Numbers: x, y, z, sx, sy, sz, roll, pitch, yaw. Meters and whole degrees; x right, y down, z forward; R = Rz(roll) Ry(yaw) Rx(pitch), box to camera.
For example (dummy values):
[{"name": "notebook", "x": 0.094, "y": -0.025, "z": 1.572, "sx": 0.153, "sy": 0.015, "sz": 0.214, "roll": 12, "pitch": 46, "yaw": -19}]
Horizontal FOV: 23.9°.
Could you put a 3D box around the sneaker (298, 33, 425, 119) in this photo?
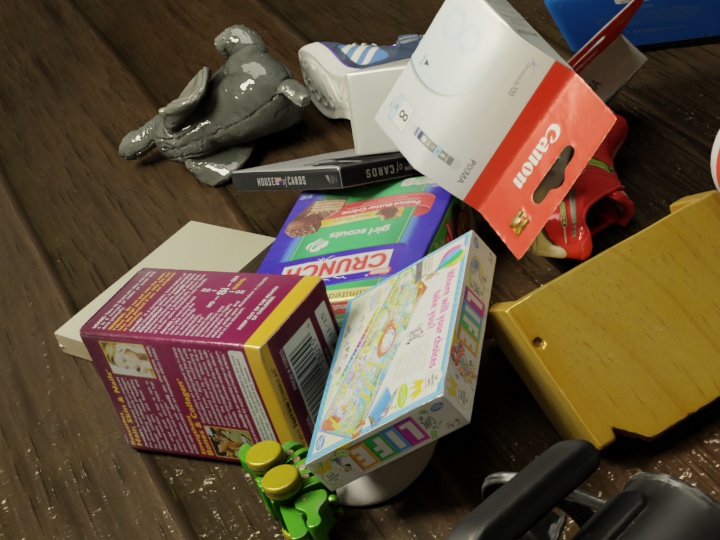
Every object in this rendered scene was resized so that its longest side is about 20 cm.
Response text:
[{"name": "sneaker", "x": 0.031, "y": -0.221, "z": 1.879, "sx": 0.146, "sy": 0.081, "sz": 0.200, "roll": -20, "pitch": 24, "yaw": -19}]

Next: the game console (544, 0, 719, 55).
[{"name": "game console", "x": 0.314, "y": -0.296, "z": 1.784, "sx": 0.200, "sy": 0.171, "sz": 0.119, "roll": -5, "pitch": 61, "yaw": 26}]

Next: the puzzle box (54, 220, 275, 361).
[{"name": "puzzle box", "x": -0.186, "y": 0.024, "z": 1.659, "sx": 0.133, "sy": 0.025, "sz": 0.200, "roll": 13, "pitch": 45, "yaw": 43}]

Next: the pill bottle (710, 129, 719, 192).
[{"name": "pill bottle", "x": 0.376, "y": -0.066, "z": 1.376, "sx": 0.112, "sy": 0.113, "sz": 0.200, "roll": -25, "pitch": 31, "yaw": -8}]

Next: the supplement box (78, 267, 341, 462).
[{"name": "supplement box", "x": -0.115, "y": 0.080, "z": 1.427, "sx": 0.200, "sy": 0.131, "sz": 0.103, "roll": 4, "pitch": 37, "yaw": 34}]

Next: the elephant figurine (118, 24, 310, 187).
[{"name": "elephant figurine", "x": -0.165, "y": -0.160, "z": 1.867, "sx": 0.200, "sy": 0.155, "sz": 0.142, "roll": -36, "pitch": 76, "yaw": -5}]

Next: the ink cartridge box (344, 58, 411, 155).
[{"name": "ink cartridge box", "x": 0.087, "y": -0.171, "z": 1.673, "sx": 0.144, "sy": 0.084, "sz": 0.200, "roll": -5, "pitch": 10, "yaw": 20}]

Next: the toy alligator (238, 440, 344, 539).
[{"name": "toy alligator", "x": -0.039, "y": 0.177, "z": 1.294, "sx": 0.054, "sy": 0.059, "sz": 0.200, "roll": -27, "pitch": 31, "yaw": -11}]

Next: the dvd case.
[{"name": "dvd case", "x": -0.013, "y": -0.100, "z": 1.660, "sx": 0.150, "sy": 0.025, "sz": 0.200, "roll": -13, "pitch": 8, "yaw": -33}]

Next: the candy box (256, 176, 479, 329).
[{"name": "candy box", "x": 0.000, "y": 0.000, "z": 1.533, "sx": 0.169, "sy": 0.077, "sz": 0.200, "roll": -6, "pitch": 34, "yaw": 24}]

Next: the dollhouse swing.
[{"name": "dollhouse swing", "x": 0.213, "y": 0.053, "z": 1.365, "sx": 0.200, "sy": 0.176, "sz": 0.182, "roll": -29, "pitch": 73, "yaw": -14}]

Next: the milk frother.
[{"name": "milk frother", "x": 0.121, "y": 0.220, "z": 1.086, "sx": 0.188, "sy": 0.181, "sz": 0.200, "roll": -38, "pitch": -8, "yaw": -28}]

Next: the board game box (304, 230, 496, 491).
[{"name": "board game box", "x": 0.034, "y": 0.067, "z": 1.316, "sx": 0.134, "sy": 0.034, "sz": 0.200, "roll": -30, "pitch": 26, "yaw": 30}]

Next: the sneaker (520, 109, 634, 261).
[{"name": "sneaker", "x": 0.212, "y": -0.071, "z": 1.546, "sx": 0.085, "sy": 0.077, "sz": 0.200, "roll": 17, "pitch": 46, "yaw": 19}]

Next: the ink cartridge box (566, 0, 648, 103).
[{"name": "ink cartridge box", "x": 0.202, "y": -0.162, "z": 1.599, "sx": 0.200, "sy": 0.045, "sz": 0.176, "roll": -43, "pitch": -6, "yaw": -32}]

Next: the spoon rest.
[{"name": "spoon rest", "x": 0.036, "y": 0.110, "z": 1.373, "sx": 0.099, "sy": 0.061, "sz": 0.200, "roll": 7, "pitch": 54, "yaw": 41}]

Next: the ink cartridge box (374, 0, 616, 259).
[{"name": "ink cartridge box", "x": 0.112, "y": -0.133, "z": 1.484, "sx": 0.047, "sy": 0.160, "sz": 0.200, "roll": 5, "pitch": 38, "yaw": -44}]
